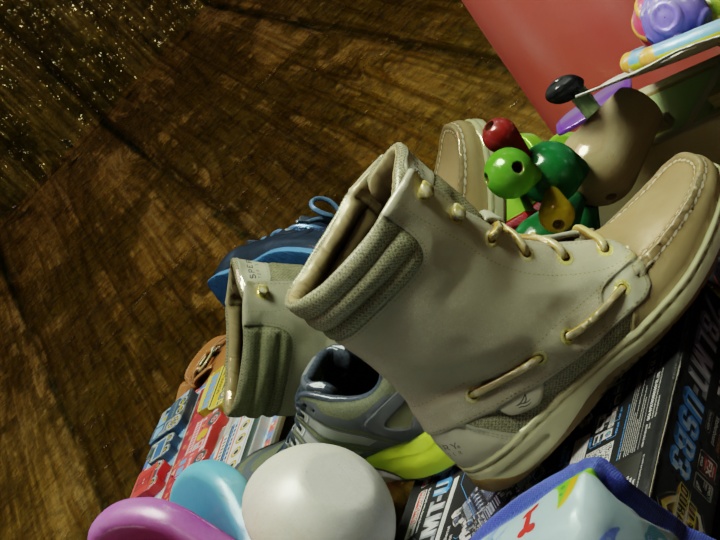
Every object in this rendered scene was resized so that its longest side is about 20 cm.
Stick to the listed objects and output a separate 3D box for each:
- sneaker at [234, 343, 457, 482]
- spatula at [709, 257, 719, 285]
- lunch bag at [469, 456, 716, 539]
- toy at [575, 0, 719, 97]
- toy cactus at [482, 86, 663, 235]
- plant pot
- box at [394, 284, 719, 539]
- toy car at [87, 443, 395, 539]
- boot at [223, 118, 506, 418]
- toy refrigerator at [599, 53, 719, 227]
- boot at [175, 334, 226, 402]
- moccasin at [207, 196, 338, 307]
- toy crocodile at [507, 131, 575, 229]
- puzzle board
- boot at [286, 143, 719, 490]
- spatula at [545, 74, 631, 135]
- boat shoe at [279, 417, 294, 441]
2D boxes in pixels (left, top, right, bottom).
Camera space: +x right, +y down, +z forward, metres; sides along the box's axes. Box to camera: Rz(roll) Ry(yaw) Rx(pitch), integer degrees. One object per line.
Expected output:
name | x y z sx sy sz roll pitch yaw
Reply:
sneaker | -0.011 0.083 1.080 0.200 0.081 0.074 -30 21 40
spatula | 0.200 0.002 0.980 0.021 0.057 0.200 -43 14 -4
lunch bag | 0.057 0.196 0.777 0.200 0.127 0.170 -46 14 49
toy | 0.191 -0.146 1.087 0.115 0.047 0.200 -22 0 24
toy cactus | 0.107 -0.032 1.069 0.102 0.200 0.165 23 68 37
plant pot | 0.158 -0.212 1.341 0.200 0.177 0.200 -40 19 17
box | 0.096 0.117 0.967 0.198 0.050 0.200 -36 19 35
toy car | -0.080 0.179 1.002 0.200 0.150 0.175 -66 0 -48
boot | 0.000 0.000 1.143 0.072 0.154 0.200 -143 62 -76
toy refrigerator | 0.203 -0.079 1.121 0.200 0.070 0.076 -21 30 53
boot | -0.076 0.062 1.437 0.200 0.077 0.155 -66 15 -3
moccasin | -0.034 -0.011 1.272 0.200 0.081 0.068 0 43 53
toy crocodile | 0.102 -0.047 1.310 0.067 0.062 0.200 -5 -19 -45
puzzle board | -0.103 0.119 1.260 0.151 0.017 0.200 -37 21 29
boot | 0.076 -0.013 0.935 0.200 0.155 0.072 -49 17 -4
spatula | 0.130 -0.103 1.137 0.056 0.021 0.200 -32 -7 13
boat shoe | -0.041 0.112 1.282 0.201 0.063 0.074 -33 43 36
